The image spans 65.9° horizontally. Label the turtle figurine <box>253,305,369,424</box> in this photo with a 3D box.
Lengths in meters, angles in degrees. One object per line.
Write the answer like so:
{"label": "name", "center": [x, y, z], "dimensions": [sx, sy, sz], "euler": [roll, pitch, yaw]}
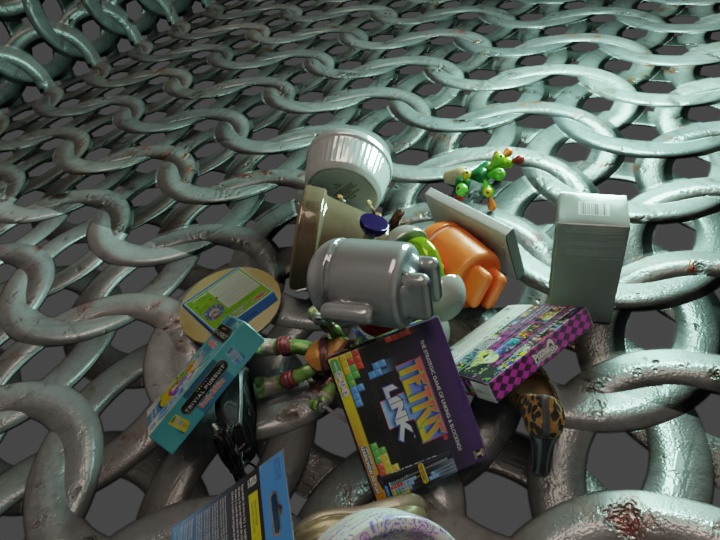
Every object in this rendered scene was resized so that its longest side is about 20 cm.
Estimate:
{"label": "turtle figurine", "center": [-0.083, 0.137, 0.858], "dimensions": [0.190, 0.146, 0.201], "euler": [-12, 21, 14]}

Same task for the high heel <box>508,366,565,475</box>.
{"label": "high heel", "center": [0.243, 0.156, 0.766], "dimensions": [0.070, 0.144, 0.202], "euler": [-3, 41, 9]}

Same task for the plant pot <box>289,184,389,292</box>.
{"label": "plant pot", "center": [-0.036, -0.050, 1.055], "dimensions": [0.171, 0.203, 0.202], "euler": [8, 41, -2]}

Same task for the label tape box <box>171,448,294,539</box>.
{"label": "label tape box", "center": [-0.137, 0.333, 0.658], "dimensions": [0.199, 0.063, 0.145], "euler": [-37, 38, 14]}

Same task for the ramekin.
{"label": "ramekin", "center": [-0.032, -0.200, 1.208], "dimensions": [0.198, 0.204, 0.096], "euler": [2, 53, 16]}

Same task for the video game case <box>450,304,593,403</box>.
{"label": "video game case", "center": [0.214, 0.115, 0.832], "dimensions": [0.198, 0.036, 0.181], "euler": [-31, 9, -21]}

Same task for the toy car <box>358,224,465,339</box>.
{"label": "toy car", "center": [0.062, 0.040, 0.890], "dimensions": [0.148, 0.202, 0.176], "euler": [-13, 50, -25]}

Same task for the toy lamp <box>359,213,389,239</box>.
{"label": "toy lamp", "center": [0.000, 0.000, 0.964], "dimensions": [0.057, 0.202, 0.059], "euler": [13, 35, -9]}

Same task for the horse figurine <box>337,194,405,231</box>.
{"label": "horse figurine", "center": [-0.003, -0.106, 1.162], "dimensions": [0.196, 0.133, 0.051], "euler": [13, 68, 16]}

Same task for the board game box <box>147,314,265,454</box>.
{"label": "board game box", "center": [-0.241, 0.164, 0.851], "dimensions": [0.201, 0.047, 0.150], "euler": [-52, 17, -15]}

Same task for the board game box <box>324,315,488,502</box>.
{"label": "board game box", "center": [0.061, 0.184, 0.750], "dimensions": [0.163, 0.203, 0.057], "euler": [-20, -1, -8]}

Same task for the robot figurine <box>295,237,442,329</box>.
{"label": "robot figurine", "center": [0.009, 0.016, 0.754], "dimensions": [0.196, 0.115, 0.170], "euler": [6, 31, 26]}

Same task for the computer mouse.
{"label": "computer mouse", "center": [-0.190, 0.225, 0.821], "dimensions": [0.052, 0.141, 0.201], "euler": [-14, 30, -1]}

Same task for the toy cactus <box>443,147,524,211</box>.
{"label": "toy cactus", "center": [0.259, -0.204, 1.234], "dimensions": [0.200, 0.103, 0.164], "euler": [-42, 30, -27]}

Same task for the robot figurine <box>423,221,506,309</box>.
{"label": "robot figurine", "center": [0.172, -0.012, 1.000], "dimensions": [0.142, 0.118, 0.200], "euler": [-28, 44, -15]}

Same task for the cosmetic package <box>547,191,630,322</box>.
{"label": "cosmetic package", "center": [0.361, -0.016, 0.892], "dimensions": [0.105, 0.202, 0.091], "euler": [6, 44, 16]}

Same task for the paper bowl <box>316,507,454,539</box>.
{"label": "paper bowl", "center": [0.021, 0.357, 0.578], "dimensions": [0.197, 0.104, 0.205], "euler": [6, 73, -21]}

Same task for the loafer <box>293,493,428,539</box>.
{"label": "loafer", "center": [-0.005, 0.333, 0.678], "dimensions": [0.196, 0.077, 0.069], "euler": [-16, 34, -6]}

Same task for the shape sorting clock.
{"label": "shape sorting clock", "center": [-0.249, 0.067, 1.069], "dimensions": [0.196, 0.040, 0.202], "euler": [-6, 40, 5]}

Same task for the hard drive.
{"label": "hard drive", "center": [0.212, -0.070, 1.041], "dimensions": [0.026, 0.132, 0.199], "euler": [-44, 48, -11]}
